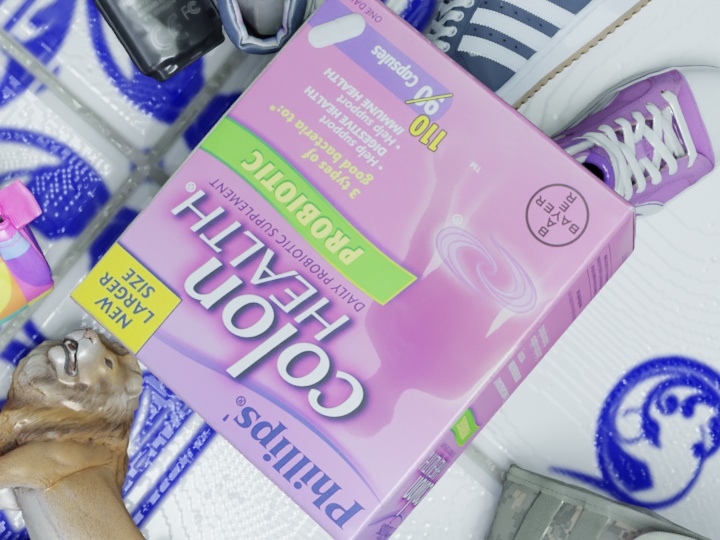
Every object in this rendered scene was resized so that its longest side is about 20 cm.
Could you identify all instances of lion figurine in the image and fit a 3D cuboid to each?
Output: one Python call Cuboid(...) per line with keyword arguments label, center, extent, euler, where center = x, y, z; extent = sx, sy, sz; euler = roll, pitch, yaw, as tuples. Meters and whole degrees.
Cuboid(label="lion figurine", center=(-0.132, 0.127, 0.905), extent=(0.122, 0.072, 0.201), euler=(-14, 69, -37))

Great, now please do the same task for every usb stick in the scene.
Cuboid(label="usb stick", center=(-0.139, -0.191, 0.953), extent=(0.055, 0.033, 0.201), euler=(-36, 99, -19))

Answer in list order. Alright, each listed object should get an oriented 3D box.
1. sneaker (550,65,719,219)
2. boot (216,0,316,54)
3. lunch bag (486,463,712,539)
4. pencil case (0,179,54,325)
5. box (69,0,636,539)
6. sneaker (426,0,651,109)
Cuboid(label="sneaker", center=(0.135, -0.053, 0.987), extent=(0.199, 0.114, 0.073), euler=(-28, 96, -14))
Cuboid(label="boot", center=(-0.045, -0.208, 0.925), extent=(0.072, 0.090, 0.202), euler=(-4, 104, -1))
Cuboid(label="lunch bag", center=(0.139, 0.206, 0.939), extent=(0.117, 0.199, 0.165), euler=(22, 86, -34))
Cuboid(label="pencil case", center=(-0.243, 0.021, 0.903), extent=(0.199, 0.088, 0.089), euler=(-34, 99, -11))
Cuboid(label="box", center=(0.000, 0.000, 0.884), extent=(0.176, 0.097, 0.200), euler=(41, 88, 13))
Cuboid(label="sneaker", center=(0.061, -0.141, 0.986), extent=(0.200, 0.070, 0.109), euler=(-38, 105, -18))
